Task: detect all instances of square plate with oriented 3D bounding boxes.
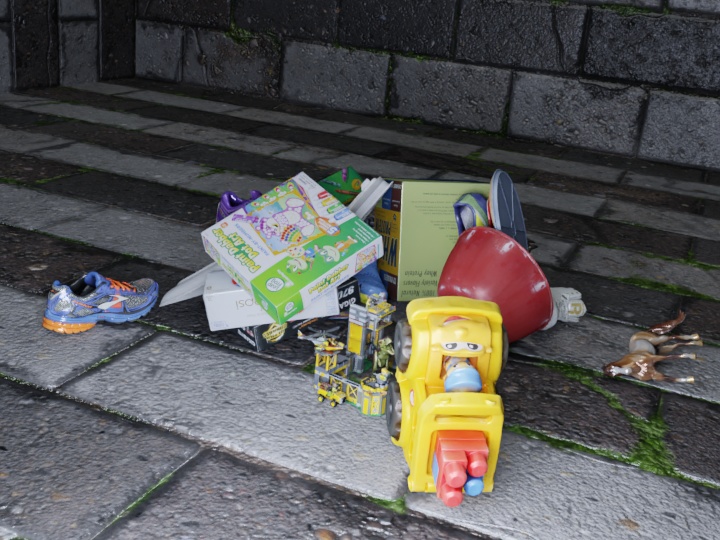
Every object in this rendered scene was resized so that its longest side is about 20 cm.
[{"bbox_3d":[-0.209,-0.003,1.449,0.198,0.029,0.197,-25,-4,38],"label":"square plate"}]

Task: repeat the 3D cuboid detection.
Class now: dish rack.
[{"bbox_3d":[-0.028,-0.080,1.518,0.043,0.200,0.172,42,65,-1],"label":"dish rack"}]

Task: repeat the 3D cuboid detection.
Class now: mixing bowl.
[{"bbox_3d":[0.193,0.044,1.385,0.108,0.203,0.198,-37,40,-28],"label":"mixing bowl"}]

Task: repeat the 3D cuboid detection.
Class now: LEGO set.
[{"bbox_3d":[0.021,0.105,1.221,0.152,0.119,0.198,21,24,38],"label":"LEGO set"}]

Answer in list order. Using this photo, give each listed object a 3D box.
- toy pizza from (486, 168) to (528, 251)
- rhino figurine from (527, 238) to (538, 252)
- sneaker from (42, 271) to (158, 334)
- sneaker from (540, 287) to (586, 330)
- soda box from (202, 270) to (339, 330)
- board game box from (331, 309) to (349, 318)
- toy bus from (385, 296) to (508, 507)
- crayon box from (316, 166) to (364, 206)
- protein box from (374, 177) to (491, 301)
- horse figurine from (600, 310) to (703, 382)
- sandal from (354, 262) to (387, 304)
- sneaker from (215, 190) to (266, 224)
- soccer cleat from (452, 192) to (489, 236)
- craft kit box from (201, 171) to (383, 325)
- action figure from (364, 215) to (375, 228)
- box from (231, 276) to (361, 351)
[{"bbox_3d":[0.242,-0.067,1.468,0.031,0.205,0.200,-10,12,23],"label":"toy pizza"},{"bbox_3d":[0.300,-0.044,1.824,0.197,0.061,0.088,-10,43,-40],"label":"rhino figurine"},{"bbox_3d":[-0.394,0.039,1.356,0.074,0.080,0.198,20,23,35],"label":"sneaker"},{"bbox_3d":[0.335,0.058,1.494,0.113,0.076,0.200,4,9,-2],"label":"sneaker"},{"bbox_3d":[-0.131,0.034,1.304,0.195,0.065,0.069,-7,29,-2],"label":"soda box"},{"bbox_3d":[-0.102,0.036,1.508,0.195,0.040,0.158,1,19,-16],"label":"board game box"},{"bbox_3d":[0.105,0.158,0.986,0.132,0.204,0.193,3,26,-5],"label":"toy bus"},{"bbox_3d":[-0.082,-0.098,1.653,0.058,0.200,0.118,48,39,7],"label":"crayon box"},{"bbox_3d":[0.134,-0.058,1.569,0.194,0.205,0.135,-1,8,-19],"label":"protein box"},{"bbox_3d":[0.461,0.128,1.372,0.130,0.051,0.200,-5,21,29],"label":"horse figurine"},{"bbox_3d":[0.000,0.000,1.548,0.079,0.088,0.200,28,10,-30],"label":"sandal"},{"bbox_3d":[-0.150,-0.081,1.396,0.196,0.085,0.080,14,20,23],"label":"sneaker"},{"bbox_3d":[0.194,-0.028,1.476,0.064,0.205,0.083,-7,7,43],"label":"soccer cleat"},{"bbox_3d":[-0.101,-0.039,1.287,0.196,0.049,0.199,-36,53,-22],"label":"craft kit box"},{"bbox_3d":[0.030,-0.052,1.718,0.189,0.107,0.200,6,-6,18],"label":"action figure"},{"bbox_3d":[-0.121,0.042,1.403,0.197,0.047,0.158,-25,32,-29],"label":"box"}]
